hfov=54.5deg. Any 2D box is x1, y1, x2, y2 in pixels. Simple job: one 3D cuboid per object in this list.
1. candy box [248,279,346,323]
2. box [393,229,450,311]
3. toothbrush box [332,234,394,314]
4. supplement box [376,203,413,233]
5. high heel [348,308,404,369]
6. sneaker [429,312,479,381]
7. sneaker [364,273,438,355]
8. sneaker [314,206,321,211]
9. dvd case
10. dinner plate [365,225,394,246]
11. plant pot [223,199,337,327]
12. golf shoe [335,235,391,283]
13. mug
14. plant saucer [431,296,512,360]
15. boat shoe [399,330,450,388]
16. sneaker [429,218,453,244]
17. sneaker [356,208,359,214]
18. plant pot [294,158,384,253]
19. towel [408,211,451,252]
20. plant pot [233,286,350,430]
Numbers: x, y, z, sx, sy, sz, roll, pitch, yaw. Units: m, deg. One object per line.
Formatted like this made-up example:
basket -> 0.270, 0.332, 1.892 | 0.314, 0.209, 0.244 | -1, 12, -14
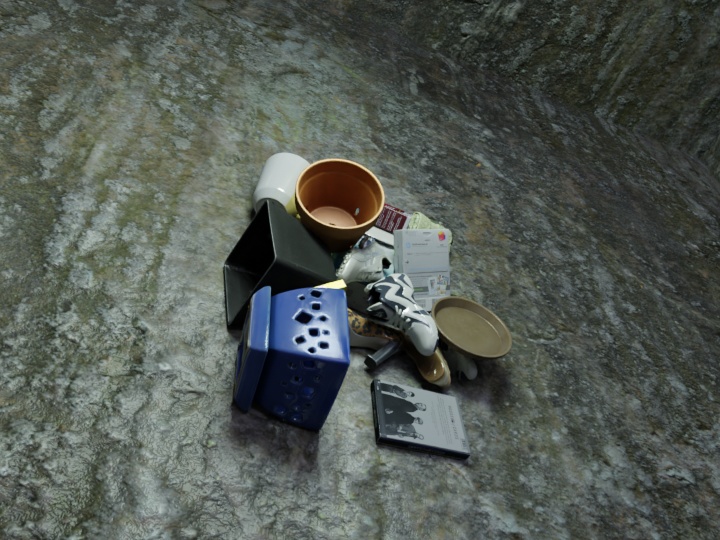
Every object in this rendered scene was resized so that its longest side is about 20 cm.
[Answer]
candy box -> -0.126, 0.082, 1.419 | 0.200, 0.102, 0.026 | -16, 52, -16
box -> 0.152, 0.000, 1.705 | 0.156, 0.201, 0.041 | -3, 3, -38
toothbrush box -> 0.000, 0.000, 1.681 | 0.146, 0.085, 0.200 | 23, 34, -8
supplement box -> 0.040, -0.158, 1.882 | 0.200, 0.061, 0.109 | 23, 10, 5
high heel -> 0.005, 0.118, 1.548 | 0.200, 0.071, 0.142 | 48, 38, 12
sneaker -> 0.253, 0.170, 1.635 | 0.129, 0.080, 0.199 | -4, 35, -25
sneaker -> 0.075, 0.101, 1.501 | 0.129, 0.079, 0.199 | -9, 68, -35
sneaker -> -0.105, -0.107, 1.703 | 0.084, 0.077, 0.200 | -2, 83, -19
dvd case -> 0.120, 0.303, 1.428 | 0.200, 0.025, 0.150 | 16, 36, -17
dinner plate -> 0.043, -0.099, 1.810 | 0.200, 0.024, 0.200 | 23, 6, -2
plant pot -> -0.162, 0.007, 1.483 | 0.177, 0.200, 0.200 | 20, 34, -29
golf shoe -> 0.009, -0.007, 1.559 | 0.097, 0.078, 0.200 | 39, 38, 5
mug -> -0.181, -0.189, 1.750 | 0.186, 0.150, 0.153 | 11, 42, 9
plant saucer -> 0.249, 0.134, 1.592 | 0.200, 0.030, 0.200 | 16, 34, -11
boat shoe -> 0.144, 0.182, 1.573 | 0.065, 0.071, 0.200 | 45, 17, -44
sneaker -> 0.222, -0.079, 1.941 | 0.090, 0.067, 0.200 | 3, 38, -23
sneaker -> -0.057, -0.198, 1.755 | 0.114, 0.076, 0.200 | 56, 9, -51
plant pot -> -0.057, -0.133, 1.585 | 0.200, 0.140, 0.200 | 7, 55, -9
towel -> 0.167, -0.034, 1.770 | 0.148, 0.036, 0.200 | 26, 68, -35
plant pot -> -0.133, 0.153, 1.307 | 0.179, 0.200, 0.200 | 10, 38, -13
